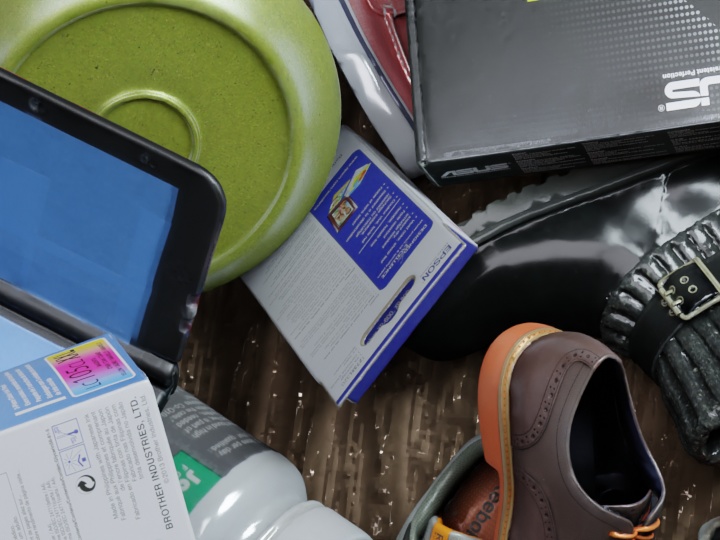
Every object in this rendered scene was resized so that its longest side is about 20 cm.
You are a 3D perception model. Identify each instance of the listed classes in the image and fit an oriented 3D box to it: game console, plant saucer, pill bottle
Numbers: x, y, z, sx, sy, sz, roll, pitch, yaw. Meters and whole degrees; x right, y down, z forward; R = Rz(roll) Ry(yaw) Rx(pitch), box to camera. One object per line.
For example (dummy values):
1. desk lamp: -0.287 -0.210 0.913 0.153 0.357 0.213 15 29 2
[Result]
1. game console: -0.185 0.010 1.125 0.199 0.119 0.173 26 65 10
2. plant saucer: -0.105 -0.065 1.175 0.199 0.200 0.031 -27 29 5
3. pill bottle: -0.098 0.117 1.202 0.200 0.113 0.113 31 83 22

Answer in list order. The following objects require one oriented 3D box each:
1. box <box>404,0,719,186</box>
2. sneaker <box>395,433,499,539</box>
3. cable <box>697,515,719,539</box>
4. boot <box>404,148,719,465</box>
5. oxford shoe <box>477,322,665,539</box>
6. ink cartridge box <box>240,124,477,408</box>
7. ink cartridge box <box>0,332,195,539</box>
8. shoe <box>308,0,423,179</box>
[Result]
1. box: 0.119 -0.149 1.186 0.199 0.048 0.194 -7 72 13
2. sneaker: 0.031 0.161 1.172 0.074 0.079 0.201 24 81 19
3. cable: 0.183 0.132 1.101 0.097 0.200 0.051 -12 105 23
4. boot: 0.125 0.031 1.188 0.210 0.079 0.158 -26 68 5
5. oxford shoe: 0.103 0.126 1.126 0.072 0.071 0.201 7 113 55
6. ink cartridge box: 0.000 0.000 1.184 0.095 0.037 0.200 -52 23 5
7. ink cartridge box: -0.174 0.127 1.057 0.199 0.076 0.137 -20 109 -16
8. shoe: 0.020 -0.150 1.280 0.091 0.071 0.201 -26 68 5
